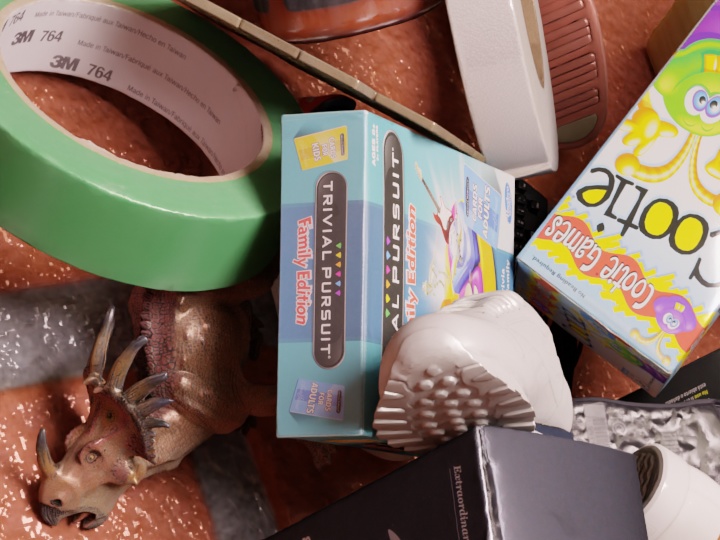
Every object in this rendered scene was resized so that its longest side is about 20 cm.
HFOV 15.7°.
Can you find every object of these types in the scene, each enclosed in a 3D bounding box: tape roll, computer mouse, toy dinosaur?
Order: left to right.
[{"bbox_3d":[-0.119,-0.072,1.276,0.199,0.048,0.201,22,30,-14],"label":"tape roll"},{"bbox_3d":[-0.088,0.030,1.281,0.135,0.086,0.201,21,58,-35],"label":"toy dinosaur"},{"bbox_3d":[0.073,-0.148,1.421,0.203,0.037,0.204,-11,90,-82],"label":"tape roll"},{"bbox_3d":[0.173,0.131,1.370,0.199,0.046,0.141,-7,70,-16],"label":"computer mouse"}]

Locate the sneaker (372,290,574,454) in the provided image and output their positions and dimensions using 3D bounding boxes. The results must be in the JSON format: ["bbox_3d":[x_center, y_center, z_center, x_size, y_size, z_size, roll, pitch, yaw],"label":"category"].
[{"bbox_3d":[0.052,0.044,1.224,0.200,0.076,0.081,46,42,-68],"label":"sneaker"}]

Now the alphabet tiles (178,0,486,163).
[{"bbox_3d":[-0.020,-0.101,1.325,0.166,0.006,0.200,29,2,14],"label":"alphabet tiles"}]

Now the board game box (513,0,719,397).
[{"bbox_3d":[0.182,-0.046,1.413,0.103,0.105,0.200,37,84,7],"label":"board game box"}]

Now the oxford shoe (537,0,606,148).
[{"bbox_3d":[0.102,-0.172,1.561,0.074,0.070,0.201,-41,113,-75],"label":"oxford shoe"}]

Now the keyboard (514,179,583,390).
[{"bbox_3d":[0.089,0.027,1.475,0.104,0.040,0.201,25,55,-29],"label":"keyboard"}]

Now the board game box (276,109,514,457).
[{"bbox_3d":[0.022,0.013,1.290,0.200,0.047,0.152,16,73,-66],"label":"board game box"}]

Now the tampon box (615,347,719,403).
[{"bbox_3d":[0.243,0.150,1.483,0.149,0.126,0.201,-4,71,-42],"label":"tampon box"}]

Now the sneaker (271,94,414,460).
[{"bbox_3d":[0.000,0.000,1.378,0.075,0.084,0.201,-20,82,-45],"label":"sneaker"}]

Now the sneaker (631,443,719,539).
[{"bbox_3d":[0.118,0.172,1.308,0.084,0.200,0.073,30,38,-21],"label":"sneaker"}]

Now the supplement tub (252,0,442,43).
[{"bbox_3d":[-0.023,-0.226,1.364,0.107,0.107,0.201,-30,113,-46],"label":"supplement tub"}]

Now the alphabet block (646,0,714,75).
[{"bbox_3d":[0.310,-0.102,1.584,0.194,0.196,0.201,-15,77,-14],"label":"alphabet block"}]

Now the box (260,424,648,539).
[{"bbox_3d":[0.041,0.179,1.237,0.104,0.200,0.149,13,61,-37],"label":"box"}]
